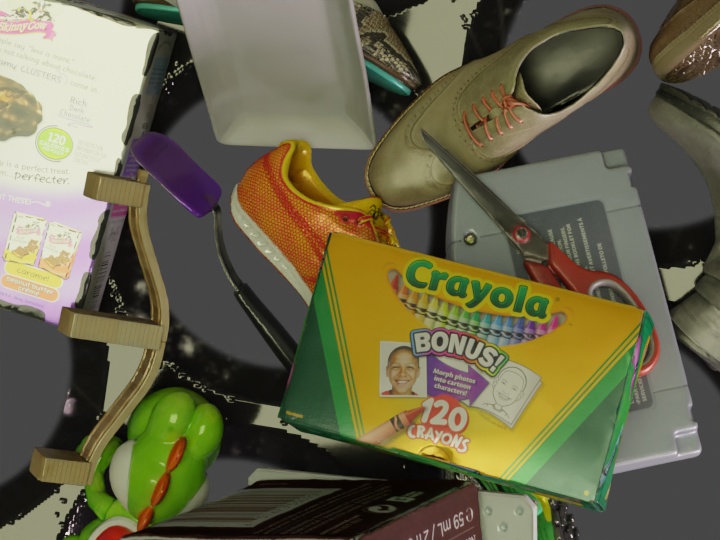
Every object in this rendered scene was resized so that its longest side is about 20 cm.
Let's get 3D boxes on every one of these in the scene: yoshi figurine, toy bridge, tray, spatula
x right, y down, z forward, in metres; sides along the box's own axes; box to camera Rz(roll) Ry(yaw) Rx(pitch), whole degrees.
[{"bbox_3d":[-0.141,0.156,1.692,0.112,0.112,0.201,49,117,42],"label":"yoshi figurine"},{"bbox_3d":[-0.155,0.036,1.645,0.067,0.027,0.201,10,95,-26],"label":"toy bridge"},{"bbox_3d":[-0.049,-0.132,1.613,0.107,0.200,0.022,1,64,7],"label":"tray"},{"bbox_3d":[-0.081,-0.004,1.681,0.020,0.057,0.201,-26,102,23],"label":"spatula"}]

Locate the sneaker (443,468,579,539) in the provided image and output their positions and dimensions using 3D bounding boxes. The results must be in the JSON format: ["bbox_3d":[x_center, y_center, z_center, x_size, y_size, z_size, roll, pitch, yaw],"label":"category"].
[{"bbox_3d":[0.092,0.167,1.666,0.085,0.078,0.201,-19,81,15],"label":"sneaker"}]

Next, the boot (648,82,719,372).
[{"bbox_3d":[0.229,-0.012,1.638,0.200,0.070,0.132,42,102,7],"label":"boot"}]

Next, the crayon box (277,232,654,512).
[{"bbox_3d":[0.064,0.060,1.569,0.199,0.058,0.119,14,82,13],"label":"crayon box"}]

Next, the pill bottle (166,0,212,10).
[{"bbox_3d":[-0.070,-0.261,1.613,0.114,0.114,0.200,36,81,4],"label":"pill bottle"}]

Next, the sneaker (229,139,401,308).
[{"bbox_3d":[0.000,0.000,1.650,0.077,0.073,0.200,-45,80,16],"label":"sneaker"}]

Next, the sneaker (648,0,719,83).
[{"bbox_3d":[0.245,-0.202,1.634,0.200,0.070,0.076,-42,69,4],"label":"sneaker"}]

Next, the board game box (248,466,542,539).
[{"bbox_3d":[0.023,0.229,1.655,0.199,0.026,0.201,3,99,27],"label":"board game box"}]

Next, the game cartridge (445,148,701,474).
[{"bbox_3d":[0.124,0.031,1.630,0.132,0.042,0.201,-11,76,-4],"label":"game cartridge"}]

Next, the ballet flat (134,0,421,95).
[{"bbox_3d":[-0.048,-0.174,1.666,0.199,0.068,0.076,17,84,9],"label":"ballet flat"}]

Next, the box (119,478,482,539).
[{"bbox_3d":[-0.025,0.237,1.573,0.163,0.166,0.201,-3,97,29],"label":"box"}]

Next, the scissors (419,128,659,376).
[{"bbox_3d":[0.112,-0.015,1.619,0.073,0.014,0.201,-27,78,-10],"label":"scissors"}]

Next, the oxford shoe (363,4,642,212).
[{"bbox_3d":[0.084,-0.104,1.644,0.200,0.075,0.071,-36,89,8],"label":"oxford shoe"}]

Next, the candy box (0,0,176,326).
[{"bbox_3d":[-0.226,-0.082,1.686,0.167,0.072,0.201,18,96,5],"label":"candy box"}]
